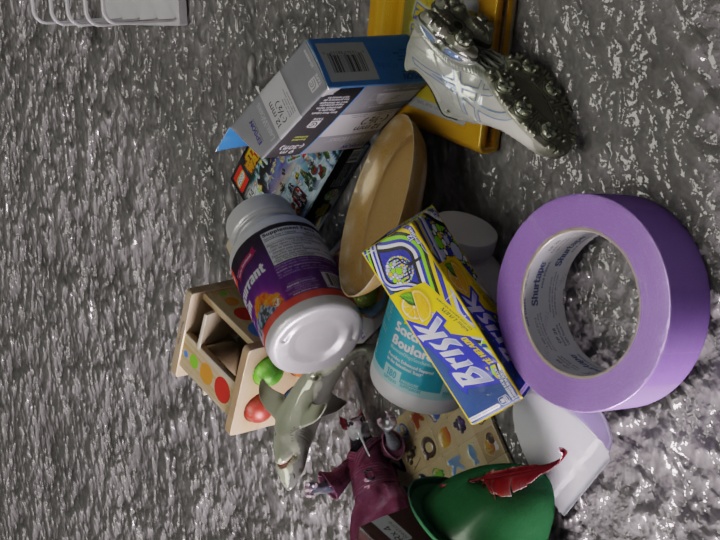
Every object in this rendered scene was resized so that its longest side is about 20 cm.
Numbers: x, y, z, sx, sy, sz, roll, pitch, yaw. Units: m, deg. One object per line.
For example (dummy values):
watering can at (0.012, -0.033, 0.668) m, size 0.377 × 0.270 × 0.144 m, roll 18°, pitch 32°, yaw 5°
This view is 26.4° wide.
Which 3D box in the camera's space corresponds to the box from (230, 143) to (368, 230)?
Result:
box at (-0.076, -0.127, 1.807) m, size 0.137 × 0.040 × 0.200 m, roll 58°, pitch 138°, yaw 27°

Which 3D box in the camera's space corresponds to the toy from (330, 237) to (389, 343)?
toy at (0.000, 0.000, 1.735) m, size 0.200 × 0.047 × 0.115 m, roll -46°, pitch 62°, yaw 46°

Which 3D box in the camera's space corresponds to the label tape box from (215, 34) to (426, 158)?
label tape box at (-0.043, -0.165, 1.616) m, size 0.200 × 0.143 × 0.066 m, roll -44°, pitch 66°, yaw 44°

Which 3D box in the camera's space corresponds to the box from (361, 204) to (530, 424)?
box at (0.089, 0.043, 1.480) m, size 0.064 × 0.070 × 0.200 m, roll -31°, pitch 93°, yaw 27°

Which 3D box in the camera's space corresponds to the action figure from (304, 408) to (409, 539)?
action figure at (0.025, 0.245, 1.741) m, size 0.134 × 0.149 × 0.200 m, roll -29°, pitch 53°, yaw 22°

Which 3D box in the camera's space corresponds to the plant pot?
plant pot at (0.026, -0.065, 1.612) m, size 0.200 × 0.027 × 0.201 m, roll -164°, pitch 90°, yaw -73°

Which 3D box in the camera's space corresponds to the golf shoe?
golf shoe at (0.124, -0.171, 1.496) m, size 0.200 × 0.078 × 0.097 m, roll 48°, pitch 138°, yaw 13°

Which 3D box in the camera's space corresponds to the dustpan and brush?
dustpan and brush at (0.185, 0.127, 1.537) m, size 0.200 × 0.057 × 0.140 m, roll 53°, pitch 148°, yaw 20°

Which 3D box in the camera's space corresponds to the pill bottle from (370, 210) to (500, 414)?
pill bottle at (0.083, 0.041, 1.588) m, size 0.111 × 0.111 × 0.200 m, roll 41°, pitch 129°, yaw 39°

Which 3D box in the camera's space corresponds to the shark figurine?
shark figurine at (-0.029, 0.137, 1.748) m, size 0.215 × 0.089 × 0.128 m, roll -49°, pitch 49°, yaw 17°

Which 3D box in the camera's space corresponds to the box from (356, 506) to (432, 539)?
box at (0.091, 0.366, 1.609) m, size 0.166 × 0.164 × 0.200 m, roll 38°, pitch 128°, yaw 38°

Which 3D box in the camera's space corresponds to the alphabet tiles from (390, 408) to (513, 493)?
alphabet tiles at (0.099, 0.220, 1.698) m, size 0.200 × 0.006 × 0.167 m, roll -41°, pitch 66°, yaw 49°

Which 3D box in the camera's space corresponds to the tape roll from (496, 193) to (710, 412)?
tape roll at (0.222, 0.029, 1.420) m, size 0.200 × 0.066 × 0.201 m, roll 0°, pitch 90°, yaw 45°

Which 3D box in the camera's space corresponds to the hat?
hat at (0.162, 0.196, 1.509) m, size 0.200 × 0.165 × 0.176 m, roll 48°, pitch 119°, yaw 48°

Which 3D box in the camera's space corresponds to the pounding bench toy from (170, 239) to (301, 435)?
pounding bench toy at (-0.121, 0.073, 1.845) m, size 0.156 × 0.124 × 0.200 m, roll 41°, pitch 128°, yaw 39°

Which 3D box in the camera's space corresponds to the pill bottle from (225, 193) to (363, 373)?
pill bottle at (-0.082, 0.009, 1.716) m, size 0.200 × 0.111 × 0.112 m, roll 62°, pitch 141°, yaw 40°

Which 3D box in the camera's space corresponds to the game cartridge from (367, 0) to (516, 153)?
game cartridge at (0.076, -0.232, 1.594) m, size 0.200 × 0.032 × 0.177 m, roll 26°, pitch 119°, yaw 45°

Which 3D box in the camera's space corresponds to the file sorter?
file sorter at (-0.333, -0.387, 2.003) m, size 0.200 × 0.124 × 0.139 m, roll 12°, pitch 108°, yaw 50°
